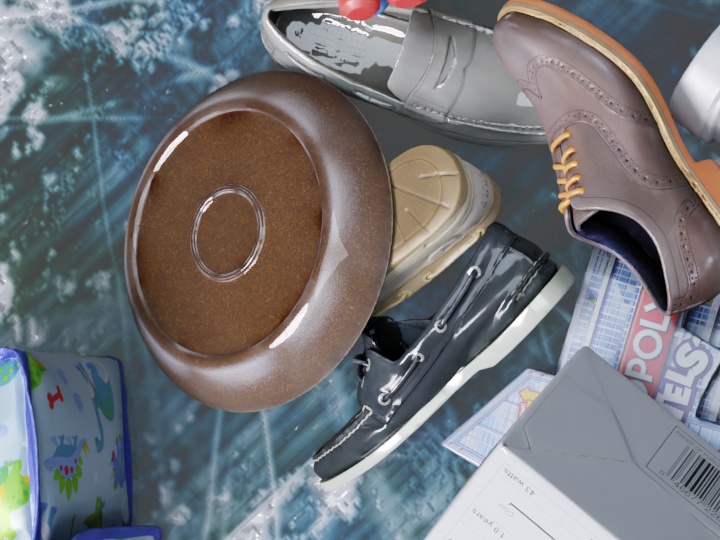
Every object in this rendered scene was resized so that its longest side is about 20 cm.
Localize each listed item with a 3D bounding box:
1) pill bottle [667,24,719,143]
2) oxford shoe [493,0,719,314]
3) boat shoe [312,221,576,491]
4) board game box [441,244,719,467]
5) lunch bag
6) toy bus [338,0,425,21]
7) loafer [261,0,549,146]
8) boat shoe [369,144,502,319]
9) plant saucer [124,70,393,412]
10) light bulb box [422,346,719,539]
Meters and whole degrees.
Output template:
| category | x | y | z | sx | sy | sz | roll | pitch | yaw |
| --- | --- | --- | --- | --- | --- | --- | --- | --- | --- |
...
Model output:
| category | x | y | z | sx | sy | sz | roll | pitch | yaw |
| --- | --- | --- | --- | --- | --- | --- | --- | --- | --- |
| pill bottle | 0.272 | -0.060 | 1.603 | 0.200 | 0.111 | 0.111 | 38 | 94 | 12 |
| oxford shoe | 0.132 | -0.065 | 1.595 | 0.073 | 0.071 | 0.200 | -35 | 76 | -24 |
| boat shoe | 0.031 | 0.046 | 1.647 | 0.066 | 0.075 | 0.199 | 46 | 120 | -3 |
| board game box | 0.158 | 0.077 | 1.644 | 0.199 | 0.062 | 0.200 | 16 | 90 | 12 |
| lunch bag | -0.196 | 0.148 | 1.662 | 0.127 | 0.170 | 0.201 | -6 | 84 | 15 |
| toy bus | 0.028 | -0.232 | 1.631 | 0.200 | 0.136 | 0.192 | -17 | 63 | 9 |
| loafer | 0.036 | -0.117 | 1.680 | 0.200 | 0.070 | 0.070 | 14 | 89 | 13 |
| boat shoe | 0.000 | 0.000 | 1.678 | 0.200 | 0.069 | 0.074 | -32 | 62 | 30 |
| plant saucer | -0.068 | -0.019 | 1.673 | 0.200 | 0.032 | 0.201 | -8 | 77 | 38 |
| light bulb box | 0.123 | 0.189 | 1.562 | 0.198 | 0.125 | 0.200 | 40 | 126 | 6 |
